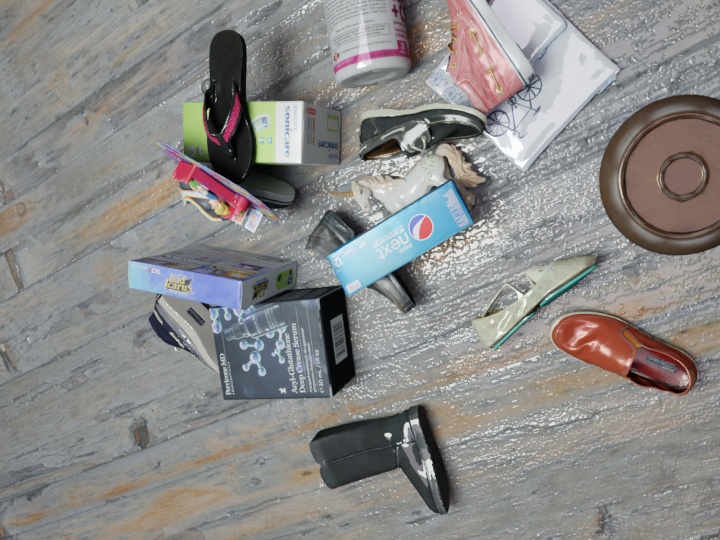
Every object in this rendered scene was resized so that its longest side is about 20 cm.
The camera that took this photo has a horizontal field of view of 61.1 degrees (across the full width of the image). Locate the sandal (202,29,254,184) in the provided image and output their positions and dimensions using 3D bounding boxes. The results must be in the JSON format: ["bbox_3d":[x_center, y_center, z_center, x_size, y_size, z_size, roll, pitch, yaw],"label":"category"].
[{"bbox_3d":[-0.185,-0.219,0.823,0.073,0.045,0.206,1,97,20],"label":"sandal"}]

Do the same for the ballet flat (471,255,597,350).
[{"bbox_3d":[0.234,0.032,0.850,0.200,0.067,0.063,-44,73,20],"label":"ballet flat"}]

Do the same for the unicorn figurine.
[{"bbox_3d":[0.073,-0.108,0.892,0.198,0.074,0.139,-36,85,5],"label":"unicorn figurine"}]

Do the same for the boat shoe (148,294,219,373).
[{"bbox_3d":[-0.286,0.119,1.063,0.201,0.074,0.093,50,132,3],"label":"boat shoe"}]

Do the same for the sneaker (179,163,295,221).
[{"bbox_3d":[-0.199,-0.119,0.983,0.195,0.079,0.081,17,115,12],"label":"sneaker"}]

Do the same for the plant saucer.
[{"bbox_3d":[0.409,-0.120,0.779,0.195,0.032,0.207,3,98,20],"label":"plant saucer"}]

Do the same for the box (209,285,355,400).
[{"bbox_3d":[-0.123,0.115,0.972,0.195,0.107,0.153,-6,97,22],"label":"box"}]

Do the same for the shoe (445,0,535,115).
[{"bbox_3d":[0.139,-0.308,0.808,0.090,0.071,0.202,-36,86,19],"label":"shoe"}]

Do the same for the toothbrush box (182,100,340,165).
[{"bbox_3d":[-0.144,-0.202,0.912,0.194,0.145,0.089,6,100,20],"label":"toothbrush box"}]

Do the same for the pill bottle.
[{"bbox_3d":[0.003,-0.371,0.849,0.110,0.113,0.206,-8,96,21],"label":"pill bottle"}]

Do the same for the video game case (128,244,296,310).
[{"bbox_3d":[-0.225,0.006,0.954,0.195,0.181,0.047,9,102,19],"label":"video game case"}]

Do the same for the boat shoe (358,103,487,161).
[{"bbox_3d":[0.083,-0.188,0.855,0.195,0.071,0.070,3,76,33],"label":"boat shoe"}]

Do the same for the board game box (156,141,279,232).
[{"bbox_3d":[-0.209,-0.108,0.860,0.197,0.158,0.040,30,84,5],"label":"board game box"}]

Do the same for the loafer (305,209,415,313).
[{"bbox_3d":[0.000,0.000,0.922,0.072,0.073,0.200,-46,71,1],"label":"loafer"}]

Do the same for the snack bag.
[{"bbox_3d":[0.216,-0.264,0.834,0.200,0.021,0.189,47,110,8],"label":"snack bag"}]

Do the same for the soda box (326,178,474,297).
[{"bbox_3d":[0.055,-0.045,0.831,0.197,0.068,0.065,-30,95,13],"label":"soda box"}]

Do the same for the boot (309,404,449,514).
[{"bbox_3d":[0.029,0.317,0.966,0.196,0.065,0.169,-20,82,19],"label":"boot"}]

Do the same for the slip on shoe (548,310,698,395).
[{"bbox_3d":[0.351,0.110,0.819,0.196,0.061,0.076,23,107,17],"label":"slip on shoe"}]
